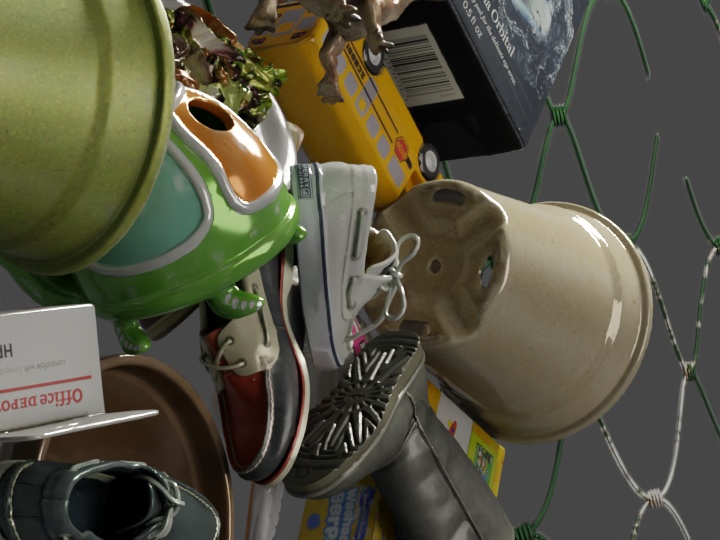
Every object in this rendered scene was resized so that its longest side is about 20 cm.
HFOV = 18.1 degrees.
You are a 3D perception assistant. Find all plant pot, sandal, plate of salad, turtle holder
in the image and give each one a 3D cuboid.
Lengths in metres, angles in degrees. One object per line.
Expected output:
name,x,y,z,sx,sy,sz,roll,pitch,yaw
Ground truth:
plant pot,0.099,0.019,1.751,0.183,0.199,0.202,26,64,-55
sandal,-0.080,0.110,1.595,0.079,0.059,0.208,-63,162,-76
plant pot,-0.172,0.155,1.412,0.200,0.092,0.202,15,72,-56
plant pot,-0.239,-0.105,1.281,0.184,0.200,0.202,8,79,-45
plate of salad,-0.109,-0.134,1.525,0.200,0.048,0.201,39,26,-24
turtle holder,-0.134,-0.040,1.400,0.141,0.185,0.132,-45,119,-40

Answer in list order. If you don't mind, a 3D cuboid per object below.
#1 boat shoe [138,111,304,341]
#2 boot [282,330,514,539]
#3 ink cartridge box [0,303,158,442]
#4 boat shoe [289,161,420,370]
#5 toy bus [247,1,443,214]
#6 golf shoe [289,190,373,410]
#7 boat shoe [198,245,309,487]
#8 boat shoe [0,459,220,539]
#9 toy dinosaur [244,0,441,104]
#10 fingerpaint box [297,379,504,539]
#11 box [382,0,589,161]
boat shoe,-0.112,-0.042,1.573,0.072,0.072,0.201,37,61,-12
boot,0.031,0.168,1.630,0.182,0.072,0.201,-46,129,-39
ink cartridge box,-0.223,0.058,1.247,0.116,0.199,0.067,-8,92,-58
boat shoe,-0.001,-0.004,1.546,0.203,0.086,0.075,86,-3,-49
toy bus,-0.008,-0.116,1.734,0.201,0.065,0.078,61,39,-32
golf shoe,-0.037,0.036,1.668,0.092,0.072,0.201,19,61,-51
boat shoe,-0.078,0.042,1.478,0.062,0.071,0.201,18,61,-44
boat shoe,-0.137,0.147,1.327,0.200,0.062,0.073,21,68,-54
toy dinosaur,-0.022,-0.213,1.596,0.200,0.085,0.136,36,46,-48
fingerpaint box,0.029,0.196,1.739,0.167,0.073,0.201,42,51,-48
box,0.077,-0.228,1.837,0.197,0.117,0.200,60,39,-33
